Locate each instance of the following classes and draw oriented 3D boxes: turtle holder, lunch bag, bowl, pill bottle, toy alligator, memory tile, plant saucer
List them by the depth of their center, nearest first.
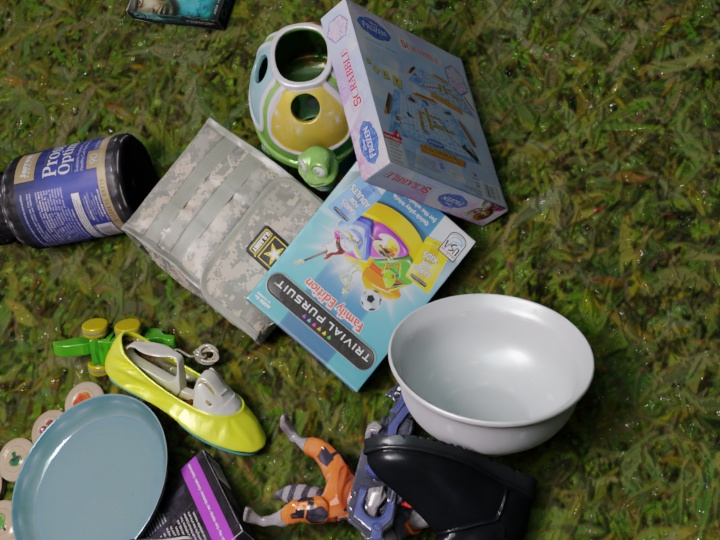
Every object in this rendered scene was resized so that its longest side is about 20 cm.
[{"bbox_3d":[0.124,0.115,1.289,0.198,0.091,0.202,0,34,0],"label":"bowl"},{"bbox_3d":[-0.281,0.228,1.408,0.198,0.027,0.202,-14,56,22],"label":"plant saucer"},{"bbox_3d":[-0.061,-0.177,1.418,0.139,0.132,0.187,18,68,13],"label":"turtle holder"},{"bbox_3d":[-0.131,-0.038,1.452,0.199,0.118,0.165,35,81,20],"label":"lunch bag"},{"bbox_3d":[-0.337,0.231,1.469,0.199,0.017,0.154,-39,62,0],"label":"memory tile"},{"bbox_3d":[-0.243,0.081,1.481,0.197,0.060,0.054,1,25,13],"label":"toy alligator"},{"bbox_3d":[-0.345,-0.087,1.548,0.197,0.112,0.113,-10,66,15],"label":"pill bottle"}]

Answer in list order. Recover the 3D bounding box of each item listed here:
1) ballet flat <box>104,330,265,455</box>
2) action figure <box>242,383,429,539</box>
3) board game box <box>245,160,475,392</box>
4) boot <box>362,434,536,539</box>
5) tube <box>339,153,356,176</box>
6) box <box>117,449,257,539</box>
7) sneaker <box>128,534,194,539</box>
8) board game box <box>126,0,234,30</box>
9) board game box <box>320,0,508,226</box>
[{"bbox_3d":[-0.183,0.124,1.404,0.198,0.067,0.068,27,122,14],"label":"ballet flat"},{"bbox_3d":[0.003,0.204,1.336,0.191,0.105,0.201,12,46,16],"label":"action figure"},{"bbox_3d":[0.000,0.000,1.386,0.151,0.047,0.201,39,84,-4],"label":"board game box"},{"bbox_3d":[0.079,0.253,1.224,0.076,0.199,0.170,-20,54,51],"label":"boot"},{"bbox_3d":[-0.016,-0.149,1.495,0.077,0.050,0.200,-41,64,-4],"label":"tube"},{"bbox_3d":[-0.205,0.295,1.352,0.200,0.036,0.143,-41,36,1],"label":"box"},{"bbox_3d":[-0.218,0.332,1.262,0.200,0.076,0.115,-42,61,-7],"label":"sneaker"},{"bbox_3d":[-0.203,-0.401,1.674,0.134,0.028,0.202,9,72,22],"label":"board game box"},{"bbox_3d":[0.057,-0.161,1.388,0.041,0.199,0.202,-31,58,32],"label":"board game box"}]
